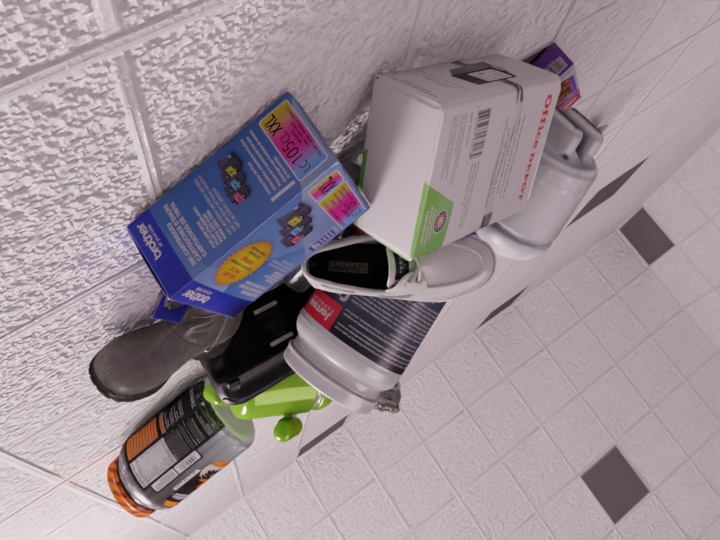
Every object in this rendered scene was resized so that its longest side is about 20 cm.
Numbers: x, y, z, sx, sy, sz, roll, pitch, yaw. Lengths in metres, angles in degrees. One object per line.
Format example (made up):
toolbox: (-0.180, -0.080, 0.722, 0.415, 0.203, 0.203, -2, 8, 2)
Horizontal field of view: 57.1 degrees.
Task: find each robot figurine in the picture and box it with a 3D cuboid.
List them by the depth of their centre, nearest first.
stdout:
robot figurine: (0.206, -0.096, 0.799, 0.166, 0.114, 0.202, 0, 132, -32)
robot figurine: (-0.109, 0.134, 0.889, 0.195, 0.181, 0.115, -1, 174, -27)

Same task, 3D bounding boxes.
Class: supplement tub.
supplement tub: (0.013, 0.044, 0.760, 0.203, 0.139, 0.140, -58, 164, 1)
supplement tub: (-0.260, 0.257, 0.959, 0.199, 0.124, 0.122, -38, 165, 6)

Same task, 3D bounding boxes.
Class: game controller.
game controller: (-0.105, 0.079, 0.821, 0.198, 0.105, 0.042, -27, 167, -32)

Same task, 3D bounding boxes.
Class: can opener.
can opener: (-0.036, -0.050, 0.717, 0.200, 0.065, 0.053, -50, -162, 45)

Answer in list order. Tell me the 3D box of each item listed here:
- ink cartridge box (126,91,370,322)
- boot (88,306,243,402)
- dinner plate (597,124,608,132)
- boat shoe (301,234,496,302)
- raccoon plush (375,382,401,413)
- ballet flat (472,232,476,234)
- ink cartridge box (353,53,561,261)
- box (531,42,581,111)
ink cartridge box: (-0.099, -0.036, 0.559, 0.198, 0.077, 0.136, -37, 165, 4)
boot: (-0.173, 0.045, 0.667, 0.131, 0.068, 0.199, -51, 168, 28)
dinner plate: (0.381, -0.195, 1.228, 0.200, 0.024, 0.201, -45, 169, -11)
boat shoe: (0.037, -0.006, 0.653, 0.194, 0.074, 0.066, 4, -178, 6)
raccoon plush: (-0.024, 0.207, 1.065, 0.199, 0.135, 0.096, -41, 165, 19)
ballet flat: (0.147, -0.081, 0.970, 0.073, 0.070, 0.200, -2, -177, -8)
ink cartridge box: (0.095, -0.117, 0.641, 0.198, 0.083, 0.148, -23, 134, -41)
box: (0.186, -0.181, 0.840, 0.199, 0.039, 0.136, -42, 164, 15)
